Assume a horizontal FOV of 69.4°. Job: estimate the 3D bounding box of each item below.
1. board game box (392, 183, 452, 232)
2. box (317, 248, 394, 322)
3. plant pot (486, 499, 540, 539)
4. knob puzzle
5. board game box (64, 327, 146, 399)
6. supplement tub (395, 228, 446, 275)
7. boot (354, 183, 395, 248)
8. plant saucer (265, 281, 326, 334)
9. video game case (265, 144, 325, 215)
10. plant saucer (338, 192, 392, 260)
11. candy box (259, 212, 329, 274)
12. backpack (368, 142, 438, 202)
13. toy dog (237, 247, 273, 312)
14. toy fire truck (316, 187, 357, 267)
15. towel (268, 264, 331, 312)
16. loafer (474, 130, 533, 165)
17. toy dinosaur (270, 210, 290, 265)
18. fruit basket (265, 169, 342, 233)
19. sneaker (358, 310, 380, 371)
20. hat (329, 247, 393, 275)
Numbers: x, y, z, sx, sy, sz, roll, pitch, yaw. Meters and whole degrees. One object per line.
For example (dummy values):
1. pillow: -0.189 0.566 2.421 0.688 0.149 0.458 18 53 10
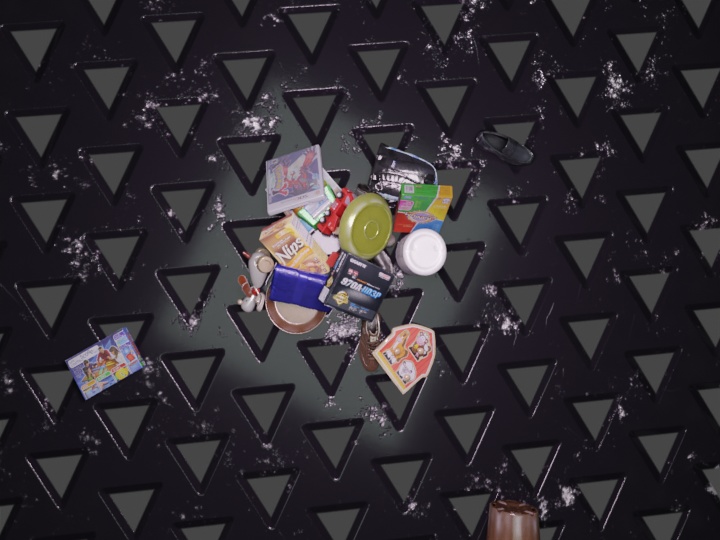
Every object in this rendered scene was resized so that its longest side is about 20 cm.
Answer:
1. board game box: 0.182 -0.182 1.558 0.149 0.201 0.041 3 62 -3
2. box: -0.010 0.048 1.504 0.198 0.046 0.162 25 94 -40
3. plant pot: 0.467 0.826 1.587 0.194 0.200 0.204 4 81 -3
4. knob puzzle: 0.159 0.257 1.615 0.214 0.030 0.226 -2 97 -19
5. board game box: -0.776 0.283 1.586 0.197 0.034 0.138 -28 91 -3
6. supplement tub: 0.177 -0.052 1.556 0.128 0.200 0.136 0 91 -3
7. boot: 0.046 -0.163 1.577 0.198 0.068 0.131 35 131 -6
8. plant saucer: -0.196 0.093 1.618 0.195 0.037 0.206 0 90 -3
9. video game case: -0.197 -0.273 1.555 0.178 0.023 0.204 -15 58 11
10. plant saucer: 0.025 -0.120 1.504 0.196 0.031 0.205 -15 114 -35
11. candy box: -0.186 -0.058 1.507 0.113 0.056 0.201 -23 127 22
12. backpack: 0.142 -0.282 1.593 0.195 0.153 0.168 12 87 19
13. toy dog: -0.335 0.020 1.576 0.094 0.131 0.205 18 79 -25
14. toy fire truck: -0.055 -0.123 1.529 0.141 0.048 0.201 45 106 28
15. towel: -0.167 0.050 1.538 0.195 0.149 0.050 14 48 -10
16. loafer: 0.456 -0.385 1.635 0.196 0.070 0.070 22 89 -3
17. toy dinosaur: -0.208 -0.098 1.565 0.135 0.200 0.086 42 48 -4
18. fruit basket: -0.166 -0.236 1.592 0.184 0.094 0.201 -41 88 -3
19. sneaker: 0.029 0.216 1.610 0.068 0.076 0.206 -2 90 -3
20. hat: 0.000 0.000 1.608 0.195 0.081 0.207 -1 97 -8
